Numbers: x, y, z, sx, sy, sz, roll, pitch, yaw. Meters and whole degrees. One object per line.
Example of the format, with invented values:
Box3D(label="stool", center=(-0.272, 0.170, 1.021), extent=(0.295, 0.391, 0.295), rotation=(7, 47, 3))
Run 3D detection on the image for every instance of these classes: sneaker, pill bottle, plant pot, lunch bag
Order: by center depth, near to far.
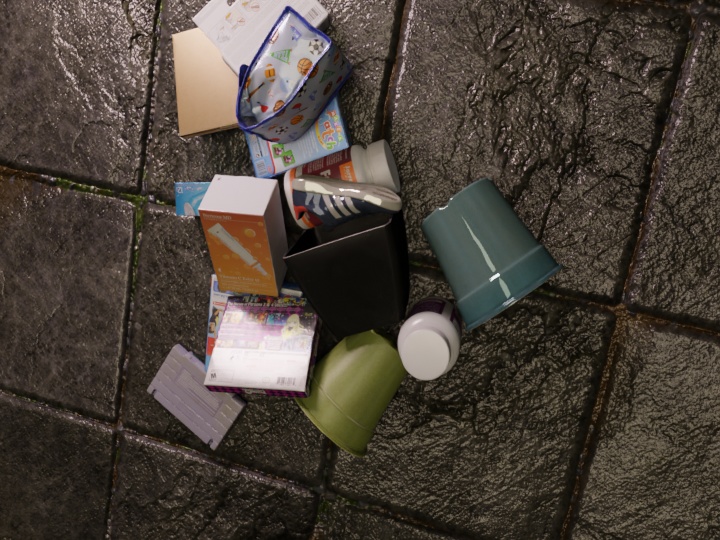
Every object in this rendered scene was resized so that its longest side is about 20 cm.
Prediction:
Box3D(label="sneaker", center=(-0.025, -0.104, 1.025), extent=(0.193, 0.075, 0.088), rotation=(12, 110, 16))
Box3D(label="lunch bag", center=(-0.123, -0.317, 1.037), extent=(0.123, 0.170, 0.202), rotation=(38, 102, 9))
Box3D(label="plant pot", center=(0.213, -0.035, 1.038), extent=(0.197, 0.200, 0.200), rotation=(-33, 83, 15))
Box3D(label="pill bottle", center=(0.123, 0.121, 1.067), extent=(0.108, 0.200, 0.117), rotation=(2, 99, 12))
Box3D(label="plant pot", center=(0.000, 0.000, 1.092), extent=(0.194, 0.200, 0.182), rotation=(-17, 106, 14))
Box3D(label="pill bottle", center=(-0.032, -0.159, 1.105), extent=(0.194, 0.114, 0.118), rotation=(-17, 94, 15))
Box3D(label="plant pot", center=(-0.002, 0.202, 1.130), extent=(0.199, 0.200, 0.191), rotation=(42, 92, 3))

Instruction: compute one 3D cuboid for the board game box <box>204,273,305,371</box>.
Box3D(label="board game box", center=(-0.209, 0.119, 1.217), extent=(0.193, 0.056, 0.203), rotation=(10, 101, 11))

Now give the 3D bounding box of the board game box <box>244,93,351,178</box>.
Box3D(label="board game box", center=(-0.125, -0.274, 1.150), extent=(0.194, 0.037, 0.157), rotation=(-14, 93, 15))

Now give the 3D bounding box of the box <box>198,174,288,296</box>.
Box3D(label="box", center=(-0.208, -0.061, 1.115), extent=(0.120, 0.099, 0.204), rotation=(5, 135, 8))

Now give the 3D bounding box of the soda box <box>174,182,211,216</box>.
Box3D(label="soda box", center=(-0.261, -0.140, 1.184), extent=(0.192, 0.068, 0.067), rotation=(1, 98, 12))

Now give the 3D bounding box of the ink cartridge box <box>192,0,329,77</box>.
Box3D(label="ink cartridge box", center=(-0.181, -0.455, 1.108), extent=(0.200, 0.044, 0.174), rotation=(-43, 87, -1))

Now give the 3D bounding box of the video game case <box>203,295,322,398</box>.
Box3D(label="video game case", center=(-0.173, 0.136, 1.109), extent=(0.192, 0.036, 0.186), rotation=(0, 58, 12))

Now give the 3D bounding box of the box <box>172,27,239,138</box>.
Box3D(label="box", center=(-0.282, -0.369, 1.157), extent=(0.158, 0.021, 0.208), rotation=(-8, 84, 14))

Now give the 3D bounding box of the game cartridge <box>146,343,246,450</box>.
Box3D(label="game cartridge", center=(-0.347, 0.267, 1.283), extent=(0.198, 0.038, 0.131), rotation=(39, 101, 5))
